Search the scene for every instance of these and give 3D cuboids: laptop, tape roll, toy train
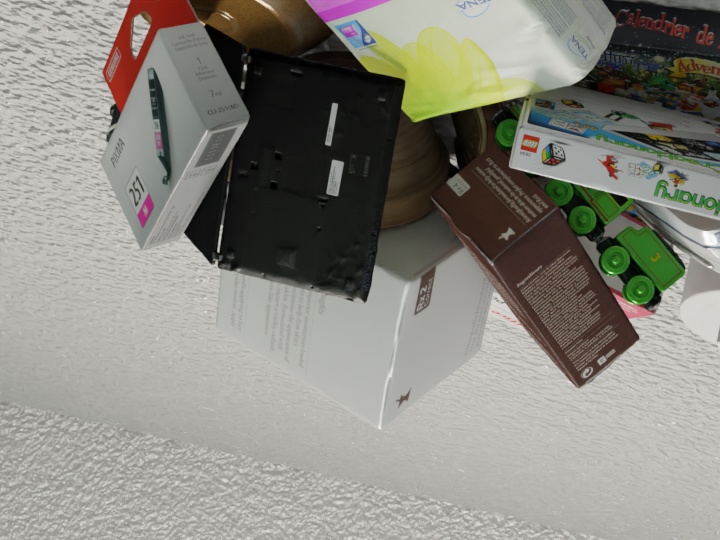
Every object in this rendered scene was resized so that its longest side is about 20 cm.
[{"bbox_3d":[-0.063,-0.090,1.148,0.199,0.178,0.103,13,-164,13],"label":"laptop"},{"bbox_3d":[0.419,0.029,1.413,0.202,0.071,0.203,14,162,5],"label":"tape roll"},{"bbox_3d":[0.181,-0.057,1.135,0.200,0.056,0.042,51,-178,5],"label":"toy train"}]

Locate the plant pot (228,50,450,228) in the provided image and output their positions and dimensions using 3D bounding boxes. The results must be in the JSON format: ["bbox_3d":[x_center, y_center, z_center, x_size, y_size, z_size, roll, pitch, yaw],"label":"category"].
[{"bbox_3d":[-0.018,-0.126,1.229,0.200,0.201,0.093,13,124,9],"label":"plant pot"}]

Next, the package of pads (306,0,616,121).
[{"bbox_3d":[0.067,-0.188,1.028,0.155,0.068,0.200,46,151,-25],"label":"package of pads"}]

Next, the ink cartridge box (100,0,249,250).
[{"bbox_3d":[-0.169,-0.138,1.152,0.043,0.174,0.200,-19,163,-31],"label":"ink cartridge box"}]

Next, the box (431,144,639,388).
[{"bbox_3d":[0.145,-0.001,1.174,0.200,0.075,0.100,48,-177,-46],"label":"box"}]

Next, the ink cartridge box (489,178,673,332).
[{"bbox_3d":[0.178,-0.008,1.383,0.146,0.083,0.200,25,161,-23],"label":"ink cartridge box"}]

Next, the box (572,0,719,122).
[{"bbox_3d":[0.244,-0.148,1.093,0.199,0.038,0.137,11,161,18],"label":"box"}]

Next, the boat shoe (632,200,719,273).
[{"bbox_3d":[0.250,-0.057,1.156,0.073,0.200,0.066,-26,125,-1],"label":"boat shoe"}]

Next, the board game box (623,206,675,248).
[{"bbox_3d":[0.252,-0.061,1.348,0.126,0.035,0.200,19,162,-7],"label":"board game box"}]

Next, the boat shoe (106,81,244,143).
[{"bbox_3d":[-0.176,-0.150,1.418,0.200,0.061,0.076,-3,153,46],"label":"boat shoe"}]

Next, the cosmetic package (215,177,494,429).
[{"bbox_3d":[0.000,0.000,1.280,0.200,0.165,0.165,29,130,25],"label":"cosmetic package"}]

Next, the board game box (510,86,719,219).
[{"bbox_3d":[0.213,-0.086,1.044,0.199,0.035,0.126,15,-154,5],"label":"board game box"}]

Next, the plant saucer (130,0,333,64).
[{"bbox_3d":[-0.118,-0.223,1.194,0.199,0.036,0.200,15,162,5],"label":"plant saucer"}]

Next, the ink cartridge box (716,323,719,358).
[{"bbox_3d":[0.354,0.000,1.171,0.084,0.201,0.145,9,160,22],"label":"ink cartridge box"}]

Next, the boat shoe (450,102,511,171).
[{"bbox_3d":[0.120,-0.115,1.266,0.067,0.072,0.200,-16,164,1],"label":"boat shoe"}]

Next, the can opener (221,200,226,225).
[{"bbox_3d":[-0.081,-0.073,1.609,0.199,0.053,0.067,12,130,13],"label":"can opener"}]

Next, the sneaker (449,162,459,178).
[{"bbox_3d":[0.015,-0.084,1.420,0.199,0.077,0.111,-14,137,46],"label":"sneaker"}]
